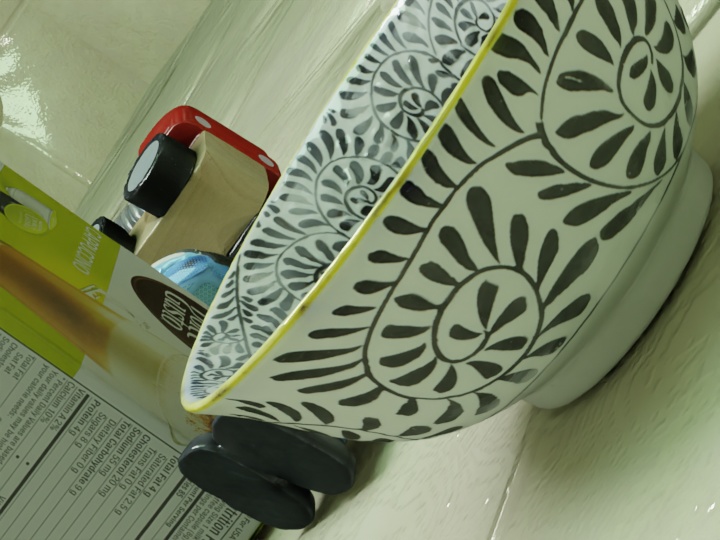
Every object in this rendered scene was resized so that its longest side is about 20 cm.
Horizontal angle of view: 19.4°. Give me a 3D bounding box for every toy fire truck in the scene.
[{"bbox_3d":[-0.118,-0.022,1.340,0.176,0.128,0.200,-53,21,18],"label":"toy fire truck"}]

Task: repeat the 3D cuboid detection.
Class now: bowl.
[{"bbox_3d":[0.039,-0.020,0.616,0.201,0.094,0.201,-53,11,15],"label":"bowl"}]

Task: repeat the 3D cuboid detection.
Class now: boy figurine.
[{"bbox_3d":[0.000,0.000,0.829,0.124,0.064,0.200,-46,18,55],"label":"boy figurine"}]

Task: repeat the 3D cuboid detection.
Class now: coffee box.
[{"bbox_3d":[-0.167,0.090,0.944,0.200,0.198,0.200,-53,10,11],"label":"coffee box"}]

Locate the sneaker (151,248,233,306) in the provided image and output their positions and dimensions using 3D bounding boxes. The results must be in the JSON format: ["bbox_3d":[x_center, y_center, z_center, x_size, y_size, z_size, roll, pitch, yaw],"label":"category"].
[{"bbox_3d":[-0.109,0.086,1.097,0.201,0.078,0.090,-63,24,3],"label":"sneaker"}]
